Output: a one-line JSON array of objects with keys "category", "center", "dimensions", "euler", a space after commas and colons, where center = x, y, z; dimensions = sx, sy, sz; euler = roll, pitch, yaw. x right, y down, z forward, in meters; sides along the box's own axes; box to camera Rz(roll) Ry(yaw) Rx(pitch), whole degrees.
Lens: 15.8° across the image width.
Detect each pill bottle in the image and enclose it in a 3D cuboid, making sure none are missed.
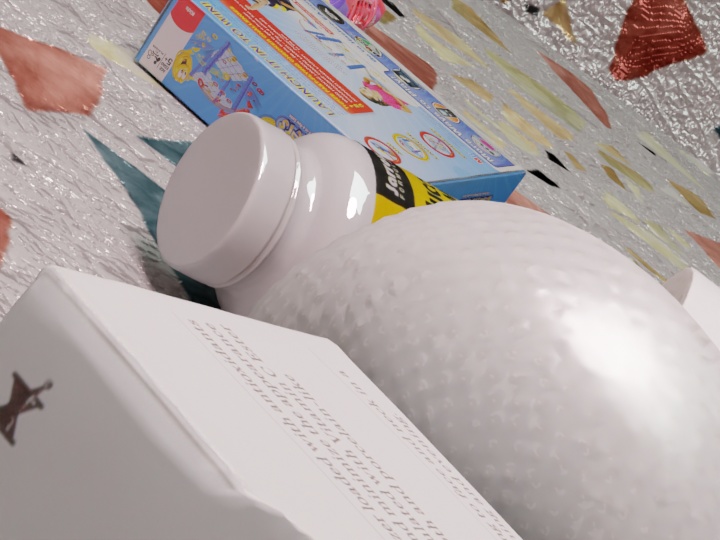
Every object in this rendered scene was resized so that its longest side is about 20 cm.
[{"category": "pill bottle", "center": [0.000, 0.000, 1.315], "dimensions": [0.200, 0.113, 0.113], "euler": [28, 17, -33]}]

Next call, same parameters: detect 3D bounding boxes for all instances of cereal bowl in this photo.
[{"category": "cereal bowl", "center": [0.022, 0.085, 0.720], "dimensions": [0.083, 0.200, 0.200], "euler": [-20, 54, -44]}]

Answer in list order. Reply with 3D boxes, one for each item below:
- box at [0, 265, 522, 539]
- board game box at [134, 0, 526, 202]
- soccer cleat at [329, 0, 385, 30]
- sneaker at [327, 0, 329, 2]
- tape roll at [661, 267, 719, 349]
[{"category": "box", "center": [-0.038, 0.142, 0.601], "dimensions": [0.199, 0.200, 0.131], "euler": [46, 15, 30]}, {"category": "board game box", "center": [-0.016, -0.099, 1.671], "dimensions": [0.200, 0.056, 0.196], "euler": [42, 21, 17]}, {"category": "soccer cleat", "center": [-0.014, -0.217, 2.076], "dimensions": [0.076, 0.067, 0.200], "euler": [40, 11, -7]}, {"category": "sneaker", "center": [-0.047, -0.175, 1.833], "dimensions": [0.200, 0.077, 0.073], "euler": [45, 14, 22]}, {"category": "tape roll", "center": [0.105, 0.099, 1.084], "dimensions": [0.071, 0.203, 0.202], "euler": [37, 14, -2]}]
